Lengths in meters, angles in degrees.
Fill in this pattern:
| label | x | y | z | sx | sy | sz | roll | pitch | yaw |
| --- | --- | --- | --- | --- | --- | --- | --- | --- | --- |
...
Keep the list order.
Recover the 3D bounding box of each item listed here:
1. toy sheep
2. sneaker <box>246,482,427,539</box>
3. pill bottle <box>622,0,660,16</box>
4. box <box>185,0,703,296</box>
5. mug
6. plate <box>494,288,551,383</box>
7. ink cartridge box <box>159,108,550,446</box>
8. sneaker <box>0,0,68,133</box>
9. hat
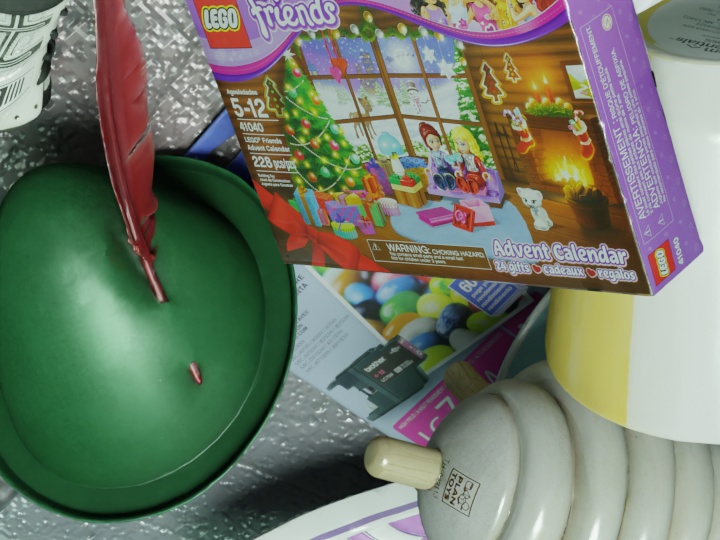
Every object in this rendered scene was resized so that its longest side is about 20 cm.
| label | x | y | z | sx | sy | sz | roll | pitch | yaw |
| --- | --- | --- | --- | --- | --- | --- | --- | --- | --- |
| toy sheep | 0.090 | 0.099 | 0.935 | 0.200 | 0.138 | 0.138 | 10 | 123 | -23 |
| sneaker | 0.021 | 0.162 | 1.066 | 0.200 | 0.073 | 0.114 | -18 | 83 | -1 |
| pill bottle | 0.150 | -0.183 | 0.816 | 0.200 | 0.114 | 0.114 | -33 | 126 | -25 |
| box | 0.027 | -0.063 | 0.841 | 0.200 | 0.039 | 0.137 | 4 | 122 | 45 |
| mug | 0.130 | -0.030 | 0.875 | 0.186 | 0.149 | 0.153 | -9 | 121 | -7 |
| plate | 0.140 | 0.061 | 1.044 | 0.200 | 0.026 | 0.200 | -13 | 118 | -26 |
| ink cartridge box | 0.000 | 0.000 | 1.024 | 0.200 | 0.042 | 0.119 | 36 | 114 | -21 |
| sneaker | -0.156 | -0.111 | 0.933 | 0.200 | 0.076 | 0.088 | -36 | 130 | 25 |
| hat | -0.132 | -0.012 | 0.903 | 0.166 | 0.200 | 0.176 | -11 | 155 | 17 |
